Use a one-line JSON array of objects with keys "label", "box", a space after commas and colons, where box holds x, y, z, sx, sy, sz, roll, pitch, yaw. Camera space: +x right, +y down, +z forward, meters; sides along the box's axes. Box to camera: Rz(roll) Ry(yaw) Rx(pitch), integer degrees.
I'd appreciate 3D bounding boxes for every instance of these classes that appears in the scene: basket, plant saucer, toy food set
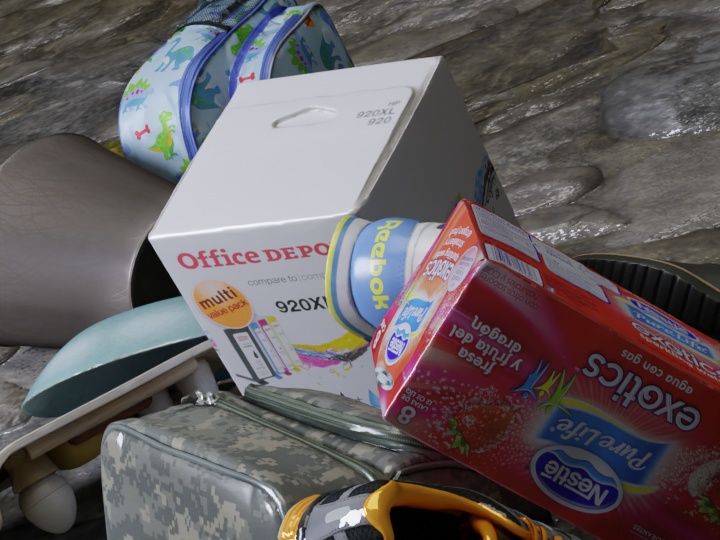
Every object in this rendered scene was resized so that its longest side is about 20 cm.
[{"label": "basket", "box": [-0.184, -0.010, 1.609, 0.200, 0.136, 0.181, 12, 65, 46]}, {"label": "plant saucer", "box": [-0.127, 0.049, 1.402, 0.200, 0.039, 0.201, -16, -11, -3]}, {"label": "toy food set", "box": [-0.158, 0.116, 1.339, 0.200, 0.061, 0.143, -27, -5, -26]}]

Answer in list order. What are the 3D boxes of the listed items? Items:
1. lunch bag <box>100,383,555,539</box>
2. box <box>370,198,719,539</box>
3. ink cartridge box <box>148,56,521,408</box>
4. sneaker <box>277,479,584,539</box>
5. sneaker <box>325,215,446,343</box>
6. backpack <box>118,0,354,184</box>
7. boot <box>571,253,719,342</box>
[{"label": "lunch bag", "box": [-0.018, 0.132, 1.097, 0.167, 0.140, 0.200, -11, 14, -33]}, {"label": "box", "box": [0.112, 0.062, 1.045, 0.096, 0.200, 0.100, -58, 13, 15]}, {"label": "ink cartridge box", "box": [0.000, 0.000, 1.273, 0.147, 0.200, 0.145, -6, 39, 31]}, {"label": "sneaker", "box": [0.065, 0.140, 0.961, 0.199, 0.079, 0.077, 14, -27, -19]}, {"label": "sneaker", "box": [0.065, 0.025, 1.157, 0.082, 0.074, 0.200, -6, -19, 35]}, {"label": "backpack", "box": [-0.091, -0.120, 1.744, 0.147, 0.183, 0.200, -5, 29, 36]}, {"label": "boot", "box": [0.225, 0.018, 1.241, 0.199, 0.078, 0.138, 18, 30, 23]}]
